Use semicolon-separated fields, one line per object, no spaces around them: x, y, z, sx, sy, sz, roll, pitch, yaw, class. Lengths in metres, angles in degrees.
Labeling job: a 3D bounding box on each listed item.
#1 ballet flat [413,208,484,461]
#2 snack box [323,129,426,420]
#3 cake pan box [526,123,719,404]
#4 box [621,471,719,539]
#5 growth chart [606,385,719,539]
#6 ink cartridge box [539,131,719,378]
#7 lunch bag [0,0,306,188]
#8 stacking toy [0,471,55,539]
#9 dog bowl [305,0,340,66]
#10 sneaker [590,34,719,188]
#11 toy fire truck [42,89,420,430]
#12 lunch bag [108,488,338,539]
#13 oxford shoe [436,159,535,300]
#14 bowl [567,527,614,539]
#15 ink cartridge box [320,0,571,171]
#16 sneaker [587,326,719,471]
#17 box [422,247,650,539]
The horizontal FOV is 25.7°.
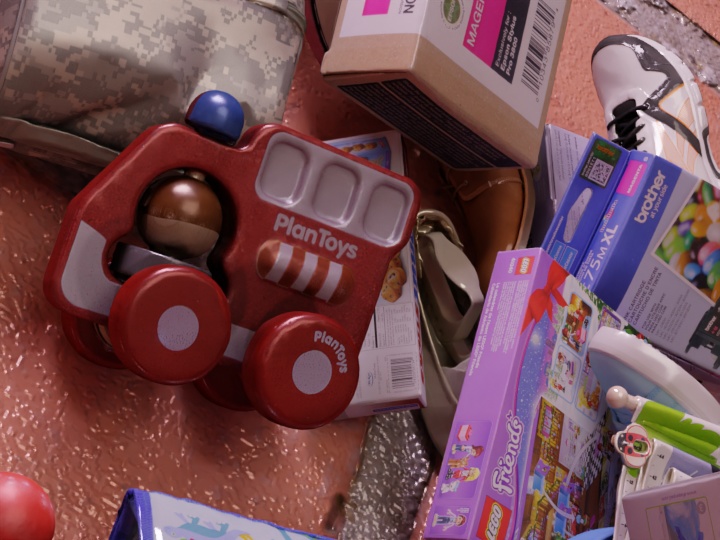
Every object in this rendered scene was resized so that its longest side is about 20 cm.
0.065;0.049;1.054;0.069;0.069;0.200;-5;68;-38;ballet flat
0.000;0.000;1.034;0.024;0.072;0.200;64;19;-59;snack box
0.206;0.004;1.197;0.184;0.052;0.200;15;56;-27;cake pan box
0.238;0.214;0.894;0.112;0.101;0.200;-2;76;-30;box
0.204;0.180;0.956;0.145;0.018;0.200;15;68;-25;growth chart
0.225;-0.004;1.115;0.200;0.042;0.119;25;91;-20;ink cartridge box
-0.140;-0.131;0.958;0.200;0.139;0.168;18;55;-26;lunch bag
-0.207;0.179;0.770;0.085;0.085;0.200;34;43;-15;stacking toy
0.033;-0.205;1.130;0.200;0.074;0.200;-1;92;-52;dog bowl
0.220;-0.090;1.182;0.080;0.074;0.200;-9;69;-38;sneaker
-0.073;-0.009;0.908;0.200;0.112;0.168;22;82;-26;toy fire truck
-0.062;0.226;0.811;0.170;0.127;0.200;20;63;-26;lunch bag
0.088;-0.054;1.142;0.071;0.071;0.200;13;49;-9;oxford shoe
0.182;0.249;0.957;0.201;0.039;0.201;17;56;-27;bowl
0.069;-0.187;1.057;0.165;0.075;0.200;29;70;-50;ink cartridge box
0.199;0.127;1.025;0.082;0.074;0.200;-46;111;-19;sneaker
0.118;0.104;1.020;0.137;0.039;0.200;37;60;-38;box
